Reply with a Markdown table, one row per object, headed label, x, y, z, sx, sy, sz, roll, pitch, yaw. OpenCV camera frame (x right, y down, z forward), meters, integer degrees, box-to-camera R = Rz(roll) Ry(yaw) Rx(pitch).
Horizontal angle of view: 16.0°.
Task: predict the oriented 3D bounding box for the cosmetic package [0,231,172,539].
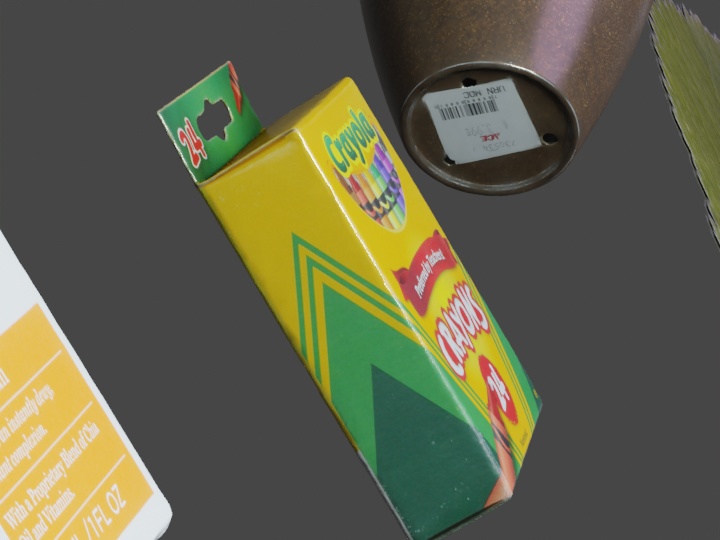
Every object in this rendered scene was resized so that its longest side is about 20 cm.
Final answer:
| label | x | y | z | sx | sy | sz | roll | pitch | yaw |
| --- | --- | --- | --- | --- | --- | --- | --- | --- | --- |
| cosmetic package | -0.131 | 0.003 | 0.569 | 0.201 | 0.071 | 0.101 | 59 | 15 | -7 |

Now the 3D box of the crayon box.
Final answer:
| label | x | y | z | sx | sy | sz | roll | pitch | yaw |
| --- | --- | --- | --- | --- | --- | --- | --- | --- | --- |
| crayon box | 0.000 | 0.000 | 1.041 | 0.201 | 0.051 | 0.127 | 59 | 16 | -7 |

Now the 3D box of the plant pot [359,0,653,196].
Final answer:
| label | x | y | z | sx | sy | sz | roll | pitch | yaw |
| --- | --- | --- | --- | --- | --- | --- | --- | --- | --- |
| plant pot | 0.074 | -0.143 | 1.351 | 0.187 | 0.186 | 0.201 | 50 | 34 | -35 |
